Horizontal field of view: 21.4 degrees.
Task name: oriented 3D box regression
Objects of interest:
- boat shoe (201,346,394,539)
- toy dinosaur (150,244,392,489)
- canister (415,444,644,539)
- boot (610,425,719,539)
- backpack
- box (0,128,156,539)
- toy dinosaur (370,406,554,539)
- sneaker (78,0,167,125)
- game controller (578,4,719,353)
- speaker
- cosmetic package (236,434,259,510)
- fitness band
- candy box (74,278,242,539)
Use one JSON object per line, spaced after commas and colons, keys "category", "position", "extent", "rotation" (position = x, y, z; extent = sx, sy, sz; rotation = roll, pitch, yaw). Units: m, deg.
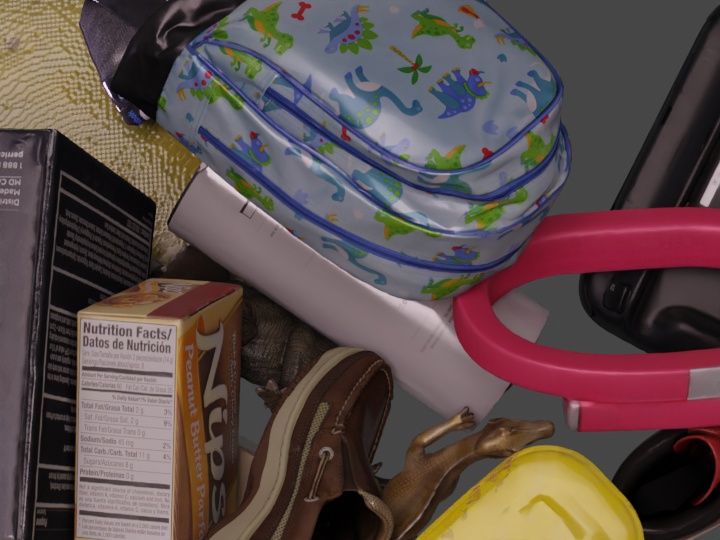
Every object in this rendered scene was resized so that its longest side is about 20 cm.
{"category": "boat shoe", "position": [-0.016, 0.118, 0.918], "extent": [0.074, 0.075, 0.203], "rotation": [7, 44, 24]}
{"category": "toy dinosaur", "position": [-0.047, 0.044, 1.030], "extent": [0.198, 0.103, 0.077], "rotation": [26, 126, -3]}
{"category": "canister", "position": [0.067, 0.164, 0.880], "extent": [0.148, 0.200, 0.087], "rotation": [-42, 72, -7]}
{"category": "boot", "position": [0.212, 0.076, 0.955], "extent": [0.199, 0.144, 0.073], "rotation": [-34, 77, 2]}
{"category": "backpack", "position": [0.008, -0.078, 0.929], "extent": [0.163, 0.154, 0.201], "rotation": [-34, 84, -38]}
{"category": "box", "position": [-0.183, 0.047, 0.918], "extent": [0.122, 0.200, 0.201], "rotation": [1, 82, 8]}
{"category": "toy dinosaur", "position": [0.011, 0.130, 0.961], "extent": [0.058, 0.101, 0.200], "rotation": [41, 97, -7]}
{"category": "sneaker", "position": [-0.077, -0.106, 1.066], "extent": [0.112, 0.073, 0.200], "rotation": [-47, 72, 6]}
{"category": "game controller", "position": [0.200, -0.045, 1.031], "extent": [0.104, 0.042, 0.201], "rotation": [27, 88, -3]}
{"category": "speaker", "position": [0.000, 0.000, 1.009], "extent": [0.199, 0.081, 0.082], "rotation": [34, 89, -1]}
{"category": "cosmetic package", "position": [-0.133, 0.112, 1.041], "extent": [0.199, 0.073, 0.104], "rotation": [27, 88, 10]}
{"category": "fitness band", "position": [0.144, 0.021, 0.941], "extent": [0.198, 0.144, 0.038], "rotation": [-2, 124, -4]}
{"category": "candy box", "position": [-0.097, 0.112, 0.921], "extent": [0.055, 0.115, 0.202], "rotation": [3, 98, 10]}
